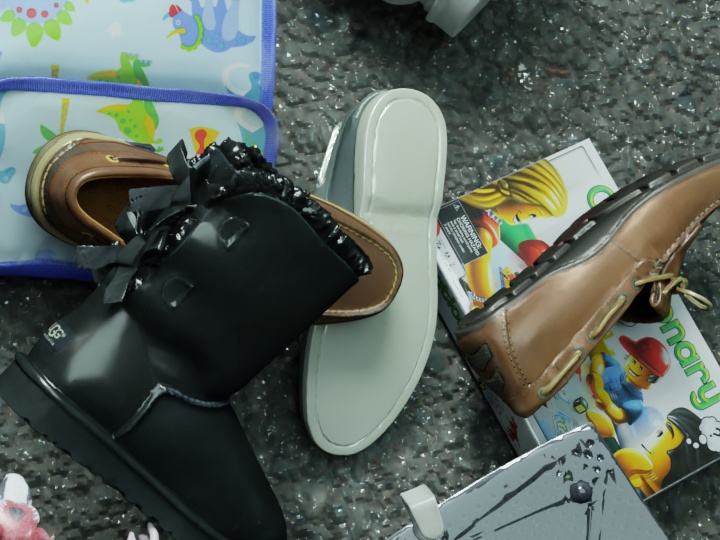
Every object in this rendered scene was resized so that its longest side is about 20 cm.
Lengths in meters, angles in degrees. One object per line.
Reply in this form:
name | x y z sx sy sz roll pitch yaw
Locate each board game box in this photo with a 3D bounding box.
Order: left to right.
board game box | 0.123 0.037 1.084 0.126 0.035 0.200 -25 81 -23

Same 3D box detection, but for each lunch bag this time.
lunch bag | -0.136 -0.093 1.007 0.170 0.127 0.200 4 86 -19

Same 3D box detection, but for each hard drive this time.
hard drive | 0.069 0.184 0.996 0.200 0.042 0.135 -32 84 -11

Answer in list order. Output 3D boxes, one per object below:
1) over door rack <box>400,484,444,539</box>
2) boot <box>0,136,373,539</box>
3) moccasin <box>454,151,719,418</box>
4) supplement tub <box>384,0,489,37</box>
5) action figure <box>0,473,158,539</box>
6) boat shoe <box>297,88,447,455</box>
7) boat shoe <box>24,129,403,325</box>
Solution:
over door rack | -0.006 0.207 0.916 0.148 0.067 0.200 -22 108 -6
boot | -0.059 0.042 0.906 0.162 0.073 0.198 -47 126 -1
moccasin | 0.145 0.004 1.044 0.201 0.074 0.078 -39 96 -29
supplement tub | 0.018 -0.244 1.087 0.200 0.145 0.145 41 65 0
action figure | -0.180 0.143 0.864 0.134 0.200 0.149 37 67 -1
boat shoe | 0.000 0.000 1.045 0.073 0.062 0.200 11 88 -29
boat shoe | -0.066 -0.014 0.950 0.200 0.068 0.072 18 93 -22
